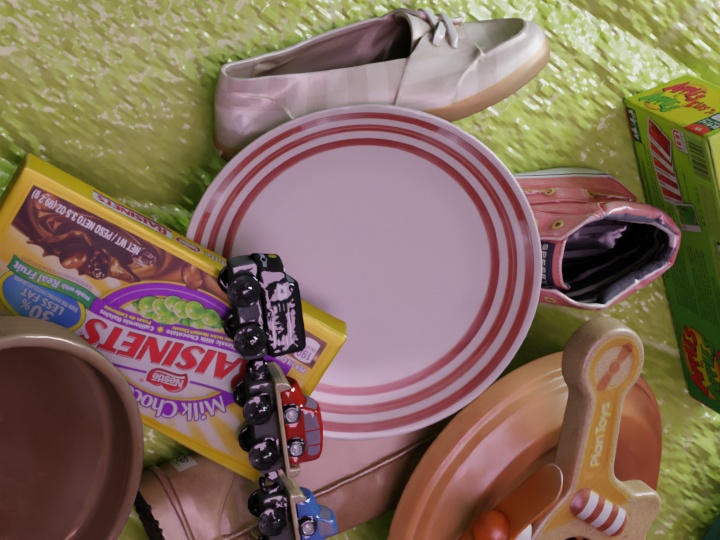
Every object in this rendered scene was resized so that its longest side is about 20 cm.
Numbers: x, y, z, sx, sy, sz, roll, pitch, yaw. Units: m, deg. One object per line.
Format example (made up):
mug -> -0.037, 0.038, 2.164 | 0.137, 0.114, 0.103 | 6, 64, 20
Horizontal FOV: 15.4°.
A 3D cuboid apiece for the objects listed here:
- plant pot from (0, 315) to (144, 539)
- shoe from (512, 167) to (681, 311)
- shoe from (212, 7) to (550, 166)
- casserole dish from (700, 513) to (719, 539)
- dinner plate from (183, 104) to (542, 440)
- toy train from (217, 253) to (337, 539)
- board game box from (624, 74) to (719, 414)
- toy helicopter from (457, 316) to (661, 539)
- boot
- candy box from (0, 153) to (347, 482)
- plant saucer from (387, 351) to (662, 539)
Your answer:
plant pot -> -0.221, 0.103, 1.395 | 0.200, 0.093, 0.201 | -22, 129, -31
shoe -> 0.079, -0.015, 1.505 | 0.199, 0.091, 0.072 | -8, 108, -21
shoe -> 0.012, -0.110, 1.459 | 0.199, 0.070, 0.054 | -18, 120, -15
casserole dish -> 0.283, 0.161, 1.676 | 0.121, 0.039, 0.200 | 42, 88, -28
dinner plate -> 0.000, 0.000, 1.459 | 0.199, 0.024, 0.201 | -2, 115, -3
toy train -> -0.042, 0.084, 1.432 | 0.046, 0.034, 0.201 | -11, 112, -13
board game box -> 0.218, -0.006, 1.562 | 0.047, 0.102, 0.201 | -21, 113, -16
toy helicopter -> 0.114, 0.122, 1.483 | 0.132, 0.079, 0.201 | -3, 111, -30
boot -> -0.015, 0.146, 1.527 | 0.200, 0.066, 0.176 | -26, 112, -15
candy box -> -0.117, 0.028, 1.435 | 0.200, 0.026, 0.102 | 28, 108, -14
plant saucer -> 0.104, 0.140, 1.554 | 0.200, 0.037, 0.201 | -23, 132, -28
